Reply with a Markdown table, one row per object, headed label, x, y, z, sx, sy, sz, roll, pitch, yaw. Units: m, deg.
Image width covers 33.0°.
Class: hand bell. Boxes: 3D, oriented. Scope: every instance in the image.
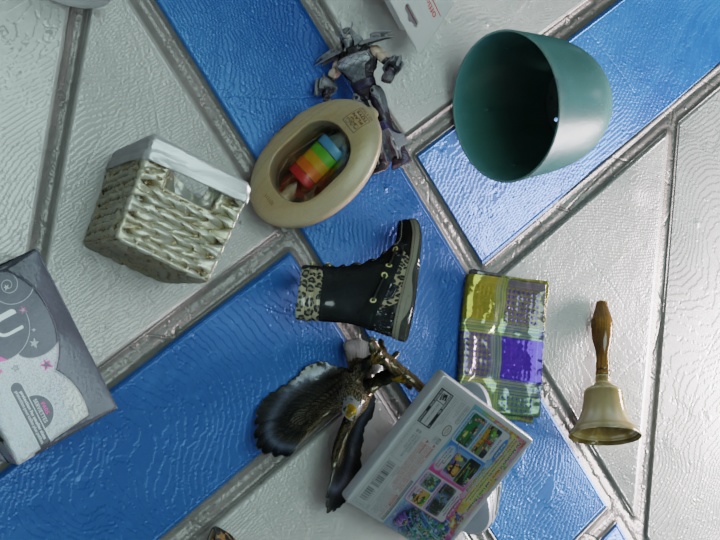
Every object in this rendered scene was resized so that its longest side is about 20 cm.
| label | x | y | z | sx | sy | sz | roll | pitch | yaw |
| --- | --- | --- | --- | --- | --- | --- | --- | --- | --- |
| hand bell | 0.348 | 0.140 | 1.750 | 0.103 | 0.104 | 0.203 | 13 | 67 | -25 |

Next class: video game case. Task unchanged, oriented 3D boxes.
| label | x | y | z | sx | sy | sz | roll | pitch | yaw |
| --- | --- | --- | --- | --- | --- | --- | --- | --- | --- |
| video game case | 0.100 | 0.249 | 1.546 | 0.181 | 0.024 | 0.201 | 36 | 93 | -31 |

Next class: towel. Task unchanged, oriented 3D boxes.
| label | x | y | z | sx | sy | sz | roll | pitch | yaw |
| --- | --- | --- | --- | --- | --- | --- | --- | --- | --- |
| towel | 0.200 | 0.103 | 1.701 | 0.142 | 0.023 | 0.204 | 12 | 79 | -26 |

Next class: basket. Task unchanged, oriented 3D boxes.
| label | x | y | z | sx | sy | sz | roll | pitch | yaw |
| --- | --- | --- | --- | --- | --- | --- | --- | --- | --- |
| basket | -0.231 | -0.064 | 1.405 | 0.134 | 0.199 | 0.125 | 26 | 78 | -22 |

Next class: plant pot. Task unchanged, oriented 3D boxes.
| label | x | y | z | sx | sy | sz | roll | pitch | yaw |
| --- | --- | --- | --- | --- | --- | --- | --- | --- | --- |
| plant pot | 0.251 | -0.228 | 1.676 | 0.159 | 0.199 | 0.204 | -8 | 88 | -40 |

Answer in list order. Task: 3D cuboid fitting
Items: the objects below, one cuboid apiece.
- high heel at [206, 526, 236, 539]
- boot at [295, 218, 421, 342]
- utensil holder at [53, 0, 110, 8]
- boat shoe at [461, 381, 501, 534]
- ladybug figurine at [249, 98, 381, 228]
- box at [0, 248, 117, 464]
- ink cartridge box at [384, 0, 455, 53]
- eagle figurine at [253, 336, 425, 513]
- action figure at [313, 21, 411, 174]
| label | x | y | z | sx | sy | sz | roll | pitch | yaw |
| --- | --- | --- | --- | --- | --- | --- | --- | --- | --- |
| high heel | -0.208 | 0.399 | 1.426 | 0.199 | 0.071 | 0.145 | -24 | 102 | -43 |
| boot | 0.000 | -0.001 | 1.574 | 0.151 | 0.074 | 0.205 | 7 | 44 | 2 |
| utensil holder | -0.329 | -0.439 | 1.413 | 0.168 | 0.169 | 0.203 | 26 | 72 | -22 |
| boat shoe | 0.154 | 0.249 | 1.641 | 0.065 | 0.072 | 0.204 | -2 | 94 | -64 |
| ladybug figurine | -0.051 | -0.132 | 1.545 | 0.199 | 0.072 | 0.136 | -39 | 69 | 2 |
| box | -0.382 | 0.097 | 1.353 | 0.131 | 0.114 | 0.202 | -29 | 97 | -27 |
| ink cartridge box | 0.083 | -0.407 | 1.650 | 0.201 | 0.067 | 0.117 | -59 | 139 | -21 |
| eagle figurine | -0.024 | 0.179 | 1.539 | 0.200 | 0.151 | 0.152 | -47 | 62 | 6 |
| action figure | 0.009 | -0.229 | 1.593 | 0.069 | 0.129 | 0.203 | -30 | 103 | -54 |
